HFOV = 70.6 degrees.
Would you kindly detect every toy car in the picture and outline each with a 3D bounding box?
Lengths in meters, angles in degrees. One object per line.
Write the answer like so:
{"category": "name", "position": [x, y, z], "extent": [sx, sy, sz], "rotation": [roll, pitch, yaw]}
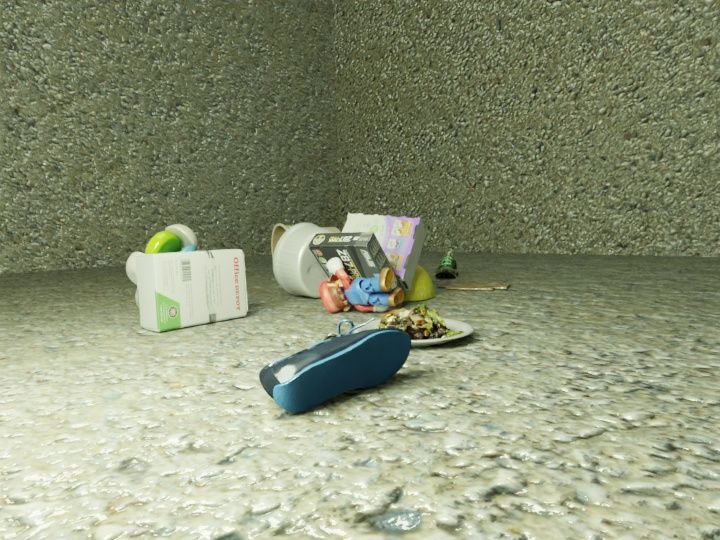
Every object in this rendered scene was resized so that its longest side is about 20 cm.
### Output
{"category": "toy car", "position": [-0.406, 0.009, 1.136], "extent": [0.149, 0.201, 0.175], "rotation": [19, 41, 18]}

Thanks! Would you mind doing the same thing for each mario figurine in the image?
{"category": "mario figurine", "position": [-0.003, 0.031, 1.091], "extent": [0.199, 0.124, 0.106], "rotation": [-5, -1, 37]}

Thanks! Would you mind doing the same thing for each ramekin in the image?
{"category": "ramekin", "position": [-0.125, -0.023, 1.360], "extent": [0.200, 0.202, 0.097], "rotation": [-7, 14, -44]}

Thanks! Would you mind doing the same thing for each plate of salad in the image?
{"category": "plate of salad", "position": [0.088, 0.087, 0.848], "extent": [0.198, 0.048, 0.200], "rotation": [-1, 5, 0]}

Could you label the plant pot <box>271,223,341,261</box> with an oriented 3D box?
{"category": "plant pot", "position": [-0.149, -0.053, 1.539], "extent": [0.182, 0.202, 0.200], "rotation": [-11, 9, -28]}

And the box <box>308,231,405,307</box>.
{"category": "box", "position": [-0.005, 0.000, 1.148], "extent": [0.160, 0.200, 0.049], "rotation": [1, 47, 34]}

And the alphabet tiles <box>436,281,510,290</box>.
{"category": "alphabet tiles", "position": [0.332, 0.044, 1.493], "extent": [0.199, 0.006, 0.166], "rotation": [1, 5, 23]}

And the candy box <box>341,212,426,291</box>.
{"category": "candy box", "position": [0.043, -0.050, 1.254], "extent": [0.199, 0.169, 0.072], "rotation": [8, -26, 25]}

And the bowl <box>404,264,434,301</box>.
{"category": "bowl", "position": [0.094, 0.015, 1.327], "extent": [0.199, 0.109, 0.200], "rotation": [-2, 5, 0]}

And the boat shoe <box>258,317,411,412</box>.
{"category": "boat shoe", "position": [-0.024, 0.095, 0.583], "extent": [0.199, 0.085, 0.068], "rotation": [-3, 16, -44]}

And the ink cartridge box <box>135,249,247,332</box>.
{"category": "ink cartridge box", "position": [-0.339, 0.034, 1.036], "extent": [0.084, 0.147, 0.199], "rotation": [1, 5, 42]}

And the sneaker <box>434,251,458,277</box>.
{"category": "sneaker", "position": [0.302, -0.023, 1.786], "extent": [0.076, 0.089, 0.200], "rotation": [0, 6, 14]}
